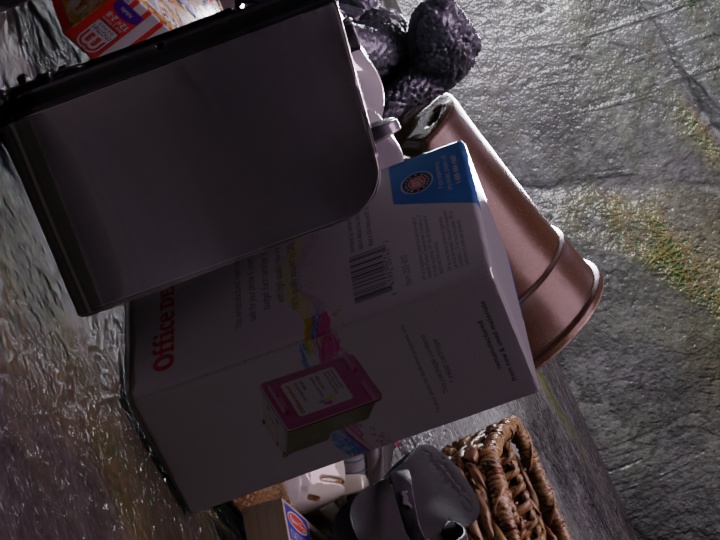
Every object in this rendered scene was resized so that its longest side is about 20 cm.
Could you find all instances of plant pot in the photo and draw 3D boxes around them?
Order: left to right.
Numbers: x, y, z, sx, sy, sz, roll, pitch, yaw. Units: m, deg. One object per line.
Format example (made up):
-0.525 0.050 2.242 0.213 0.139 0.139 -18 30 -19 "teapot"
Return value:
0.059 -0.021 1.929 0.198 0.200 0.200 56 12 -19 "plant pot"

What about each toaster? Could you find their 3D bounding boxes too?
-0.084 -0.063 1.188 0.181 0.200 0.119 -106 176 -86 "toaster"

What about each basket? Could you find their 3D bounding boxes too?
0.105 0.208 1.616 0.200 0.149 0.143 68 -18 0 "basket"

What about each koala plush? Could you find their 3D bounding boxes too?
-0.043 -0.204 1.767 0.177 0.184 0.200 29 -30 44 "koala plush"

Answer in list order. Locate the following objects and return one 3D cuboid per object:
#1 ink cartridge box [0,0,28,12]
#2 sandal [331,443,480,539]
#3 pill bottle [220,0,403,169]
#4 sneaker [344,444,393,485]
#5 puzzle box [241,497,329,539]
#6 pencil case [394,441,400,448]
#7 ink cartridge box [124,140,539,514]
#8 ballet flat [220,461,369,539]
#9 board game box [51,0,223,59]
-0.221 -0.219 1.170 0.200 0.044 0.174 -8 78 -81 "ink cartridge box"
0.033 0.140 1.362 0.076 0.043 0.200 49 21 -6 "sandal"
-0.053 -0.124 1.598 0.200 0.120 0.120 60 2 36 "pill bottle"
-0.017 0.097 1.486 0.200 0.080 0.070 91 7 -56 "sneaker"
-0.014 0.217 1.353 0.200 0.025 0.133 51 24 -64 "puzzle box"
-0.013 0.046 1.545 0.200 0.087 0.087 77 -3 -55 "pencil case"
-0.019 0.028 1.274 0.145 0.200 0.085 -97 167 -59 "ink cartridge box"
-0.033 0.123 1.384 0.200 0.065 0.071 46 29 -65 "ballet flat"
-0.133 -0.171 1.408 0.151 0.046 0.200 43 17 -44 "board game box"
